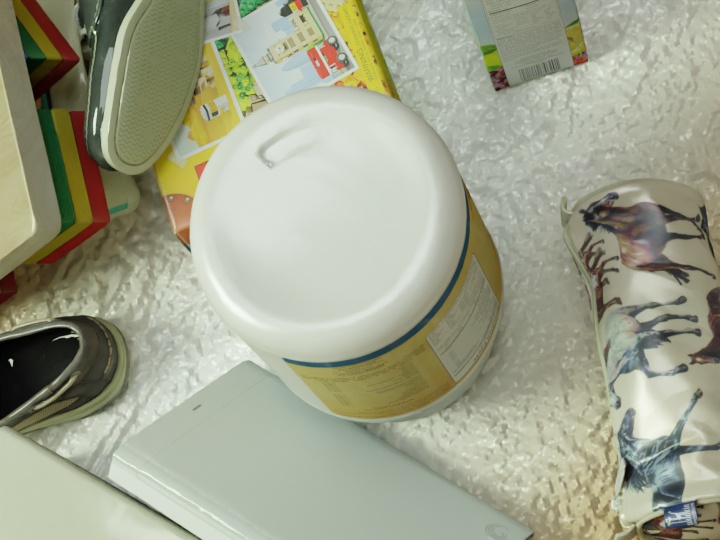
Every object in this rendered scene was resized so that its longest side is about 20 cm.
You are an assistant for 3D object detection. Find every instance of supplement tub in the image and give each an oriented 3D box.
[{"bbox_3d":[0.000,0.000,1.098,0.144,0.200,0.146,-4,72,11],"label":"supplement tub"}]

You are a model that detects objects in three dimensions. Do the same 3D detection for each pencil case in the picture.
[{"bbox_3d":[0.164,0.049,1.109,0.089,0.078,0.201,-7,70,-10],"label":"pencil case"}]

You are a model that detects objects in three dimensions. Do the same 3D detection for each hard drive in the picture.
[{"bbox_3d":[-0.020,0.129,1.110,0.199,0.132,0.026,29,124,20],"label":"hard drive"}]

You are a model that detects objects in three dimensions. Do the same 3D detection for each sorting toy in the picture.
[{"bbox_3d":[-0.231,-0.079,1.205,0.200,0.069,0.200,-31,68,46],"label":"sorting toy"}]

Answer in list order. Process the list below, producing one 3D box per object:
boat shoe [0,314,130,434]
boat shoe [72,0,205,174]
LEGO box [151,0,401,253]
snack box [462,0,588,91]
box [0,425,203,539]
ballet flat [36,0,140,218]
[{"bbox_3d":[-0.236,0.075,1.197,0.199,0.073,0.075,-28,68,3],"label":"boat shoe"},{"bbox_3d":[-0.132,-0.149,1.171,0.067,0.072,0.202,-3,72,31],"label":"boat shoe"},{"bbox_3d":[-0.065,-0.125,1.219,0.148,0.077,0.201,-23,69,5],"label":"LEGO box"},{"bbox_3d":[0.069,-0.221,1.153,0.067,0.200,0.170,-18,70,7],"label":"snack box"},{"bbox_3d":[-0.126,0.172,1.131,0.199,0.095,0.078,27,81,21],"label":"box"},{"bbox_3d":[-0.176,-0.121,1.258,0.069,0.069,0.201,-16,72,8],"label":"ballet flat"}]
